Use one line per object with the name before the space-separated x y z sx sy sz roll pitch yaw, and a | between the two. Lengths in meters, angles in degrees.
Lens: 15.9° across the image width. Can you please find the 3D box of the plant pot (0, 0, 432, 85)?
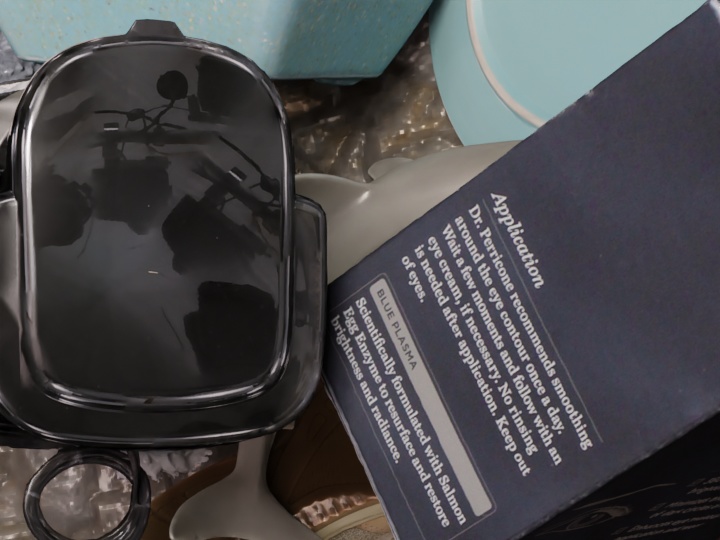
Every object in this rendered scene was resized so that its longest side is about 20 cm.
plant pot | -0.058 -0.176 1.027 0.196 0.196 0.201 6 96 25

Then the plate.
plate | 0.105 -0.118 1.033 0.200 0.026 0.201 -7 79 36

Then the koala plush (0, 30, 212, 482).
koala plush | -0.137 -0.007 1.078 0.199 0.184 0.178 21 96 5

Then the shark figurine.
shark figurine | -0.018 0.009 1.038 0.215 0.089 0.128 -51 42 0

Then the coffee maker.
coffee maker | -0.085 0.016 0.925 0.134 0.200 0.193 -24 97 -14

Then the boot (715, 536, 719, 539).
boot | 0.162 0.042 1.022 0.166 0.072 0.200 -37 78 15

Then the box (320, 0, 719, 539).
box | 0.122 0.011 0.902 0.200 0.196 0.118 -36 70 31

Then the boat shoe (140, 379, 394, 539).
boat shoe | -0.010 0.094 1.082 0.200 0.065 0.072 -32 58 -3
